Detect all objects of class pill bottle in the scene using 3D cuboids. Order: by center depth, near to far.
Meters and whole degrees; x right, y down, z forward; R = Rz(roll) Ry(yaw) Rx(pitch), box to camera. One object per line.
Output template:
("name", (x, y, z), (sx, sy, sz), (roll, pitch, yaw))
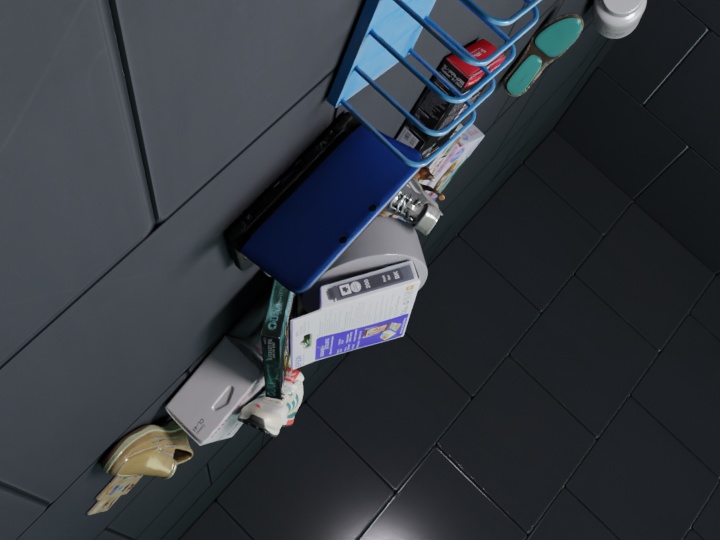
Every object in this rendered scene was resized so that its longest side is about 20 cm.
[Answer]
("pill bottle", (0.579, -0.597, 1.801), (0.115, 0.114, 0.200), (-49, 172, 12))

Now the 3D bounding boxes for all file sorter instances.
("file sorter", (0.079, -0.220, 0.759), (0.139, 0.122, 0.201), (-43, 171, -35))

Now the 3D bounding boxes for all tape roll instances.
("tape roll", (0.000, 0.000, 1.218), (0.196, 0.067, 0.201), (-11, 153, -6))

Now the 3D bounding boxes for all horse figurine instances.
("horse figurine", (0.048, -0.098, 1.286), (0.198, 0.133, 0.050), (-34, 129, -2))

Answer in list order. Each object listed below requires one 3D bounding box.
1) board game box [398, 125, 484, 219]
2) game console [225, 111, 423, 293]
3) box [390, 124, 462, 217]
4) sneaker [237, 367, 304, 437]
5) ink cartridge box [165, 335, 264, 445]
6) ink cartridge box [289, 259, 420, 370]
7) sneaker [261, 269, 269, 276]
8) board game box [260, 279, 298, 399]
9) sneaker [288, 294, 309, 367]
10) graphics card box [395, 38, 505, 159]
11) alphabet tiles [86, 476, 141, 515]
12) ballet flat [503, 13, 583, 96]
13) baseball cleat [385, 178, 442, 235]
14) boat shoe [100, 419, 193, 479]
("board game box", (0.152, -0.195, 1.617), (0.201, 0.041, 0.200), (-53, 172, 27))
("game console", (-0.040, -0.060, 0.887), (0.200, 0.118, 0.171), (-46, 172, -14))
("box", (0.107, -0.179, 1.458), (0.201, 0.035, 0.110), (-53, 171, 30))
("sneaker", (-0.132, 0.196, 1.258), (0.200, 0.069, 0.095), (27, 84, -81))
("ink cartridge box", (-0.208, 0.188, 1.272), (0.148, 0.085, 0.200), (-50, 171, -5))
("ink cartridge box", (-0.018, 0.071, 1.206), (0.196, 0.044, 0.199), (-17, 155, -13))
("sneaker", (-0.047, -0.063, 1.014), (0.200, 0.072, 0.072), (-47, 174, -7))
("board game box", (-0.112, 0.079, 1.141), (0.201, 0.027, 0.138), (99, 1, -58))
("sneaker", (-0.076, 0.093, 1.369), (0.077, 0.087, 0.204), (40, 69, -77))
("graphics card box", (0.121, -0.238, 1.189), (0.125, 0.051, 0.201), (-40, 168, -47))
("alphabet tiles", (-0.368, 0.324, 1.340), (0.200, 0.006, 0.167), (-48, 173, -9))
("ballet flat", (0.350, -0.428, 1.565), (0.200, 0.067, 0.076), (-47, -164, 34))
("baseball cleat", (0.060, -0.104, 1.131), (0.070, 0.106, 0.199), (-54, 155, 16))
("boat shoe", (-0.300, 0.272, 1.183), (0.072, 0.076, 0.200), (-47, 169, 12))
